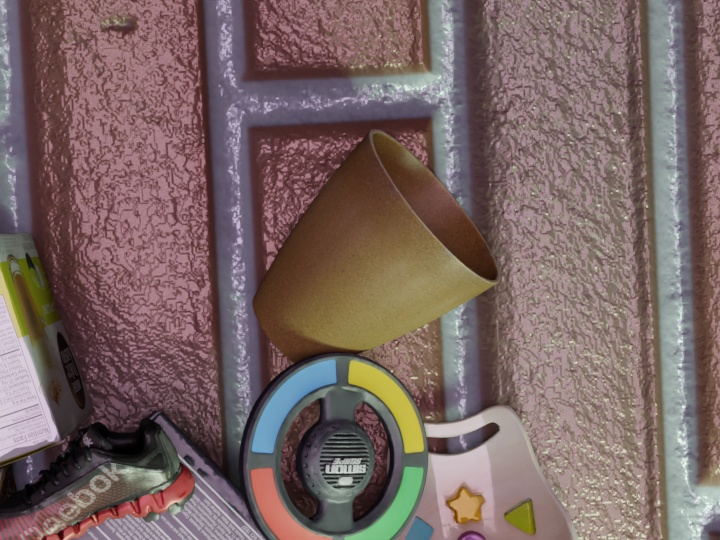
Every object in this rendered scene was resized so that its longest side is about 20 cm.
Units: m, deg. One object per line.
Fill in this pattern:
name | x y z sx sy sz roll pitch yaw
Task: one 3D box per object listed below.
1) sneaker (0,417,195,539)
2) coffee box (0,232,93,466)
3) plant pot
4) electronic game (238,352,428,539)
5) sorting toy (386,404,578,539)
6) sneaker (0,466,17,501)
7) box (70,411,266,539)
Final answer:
sneaker | -0.250 0.187 1.247 0.200 0.071 0.098 -18 111 -12
coffee box | -0.387 0.089 1.333 0.200 0.200 0.198 -19 93 -1
plant pot | 0.000 0.000 1.361 0.200 0.186 0.186 -41 93 16
electronic game | -0.022 0.177 1.325 0.200 0.042 0.200 2 86 -31
sorting toy | 0.105 0.229 1.403 0.200 0.107 0.180 -9 85 1
sneaker | -0.389 0.258 1.348 0.090 0.200 0.067 -8 113 3
box | -0.196 0.273 1.361 0.200 0.123 0.198 46 78 -2
